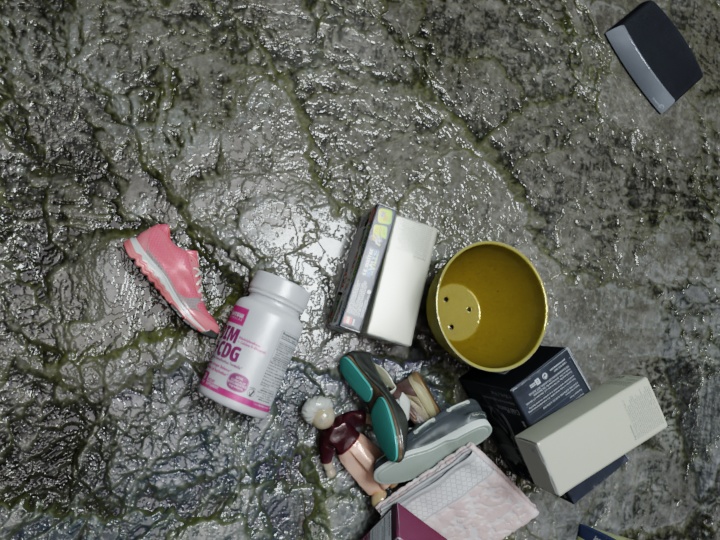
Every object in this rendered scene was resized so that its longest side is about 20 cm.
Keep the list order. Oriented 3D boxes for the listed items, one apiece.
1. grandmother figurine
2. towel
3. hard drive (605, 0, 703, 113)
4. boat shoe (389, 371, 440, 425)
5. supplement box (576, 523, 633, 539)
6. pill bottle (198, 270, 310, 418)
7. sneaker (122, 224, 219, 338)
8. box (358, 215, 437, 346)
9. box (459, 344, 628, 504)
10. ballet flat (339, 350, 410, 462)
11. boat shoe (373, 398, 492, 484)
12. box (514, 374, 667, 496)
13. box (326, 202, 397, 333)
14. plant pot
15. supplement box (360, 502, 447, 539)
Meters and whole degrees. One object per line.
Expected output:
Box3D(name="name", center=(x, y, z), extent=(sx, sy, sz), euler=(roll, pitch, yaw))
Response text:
Box3D(name="grandmother figurine", center=(-0.017, 0.278, 0.962), extent=(0.200, 0.060, 0.121), euler=(47, 67, -9))
Box3D(name="towel", center=(0.155, 0.385, 0.947), extent=(0.199, 0.032, 0.191), euler=(-38, 112, 13))
Box3D(name="hard drive", center=(0.597, -0.435, 1.203), extent=(0.134, 0.042, 0.201), euler=(-39, 95, -15))
Box3D(name="boat shoe", center=(0.113, 0.271, 0.996), extent=(0.071, 0.072, 0.202), euler=(-28, 95, 2))
Box3D(name="supplement box", center=(0.472, 0.577, 1.019), extent=(0.198, 0.134, 0.202), euler=(20, 80, -12))
Box3D(name="pill bottle", center=(-0.156, 0.110, 0.912), extent=(0.112, 0.113, 0.202), euler=(24, 78, -11))
Box3D(name="sneaker", center=(-0.270, 0.013, 0.913), extent=(0.087, 0.074, 0.201), euler=(-40, 95, -16))
Box3D(name="box", center=(0.062, 0.019, 0.994), extent=(0.081, 0.068, 0.203), euler=(18, 81, -12))
Box3D(name="box", center=(0.288, 0.236, 0.972), extent=(0.123, 0.200, 0.198), euler=(-32, 92, -14))
Box3D(name="ballet flat", center=(0.037, 0.202, 0.938), extent=(0.068, 0.068, 0.201), euler=(-6, 48, -31))
Box3D(name="boat shoe", center=(0.106, 0.268, 0.935), extent=(0.198, 0.061, 0.076), euler=(-23, 134, -1))
Box3D(name="box", center=(0.325, 0.227, 0.843), extent=(0.198, 0.068, 0.083), euler=(-23, 90, -15))
Box3D(name="box", center=(0.000, 0.000, 0.966), extent=(0.034, 0.110, 0.203), euler=(20, 80, -12))
Box3D(name="plant pot", center=(0.187, 0.064, 0.989), extent=(0.197, 0.142, 0.203), euler=(3, 81, -17))
Box3D(name="supplement box", center=(0.034, 0.470, 0.902), extent=(0.110, 0.086, 0.201), euler=(38, 102, -8))
